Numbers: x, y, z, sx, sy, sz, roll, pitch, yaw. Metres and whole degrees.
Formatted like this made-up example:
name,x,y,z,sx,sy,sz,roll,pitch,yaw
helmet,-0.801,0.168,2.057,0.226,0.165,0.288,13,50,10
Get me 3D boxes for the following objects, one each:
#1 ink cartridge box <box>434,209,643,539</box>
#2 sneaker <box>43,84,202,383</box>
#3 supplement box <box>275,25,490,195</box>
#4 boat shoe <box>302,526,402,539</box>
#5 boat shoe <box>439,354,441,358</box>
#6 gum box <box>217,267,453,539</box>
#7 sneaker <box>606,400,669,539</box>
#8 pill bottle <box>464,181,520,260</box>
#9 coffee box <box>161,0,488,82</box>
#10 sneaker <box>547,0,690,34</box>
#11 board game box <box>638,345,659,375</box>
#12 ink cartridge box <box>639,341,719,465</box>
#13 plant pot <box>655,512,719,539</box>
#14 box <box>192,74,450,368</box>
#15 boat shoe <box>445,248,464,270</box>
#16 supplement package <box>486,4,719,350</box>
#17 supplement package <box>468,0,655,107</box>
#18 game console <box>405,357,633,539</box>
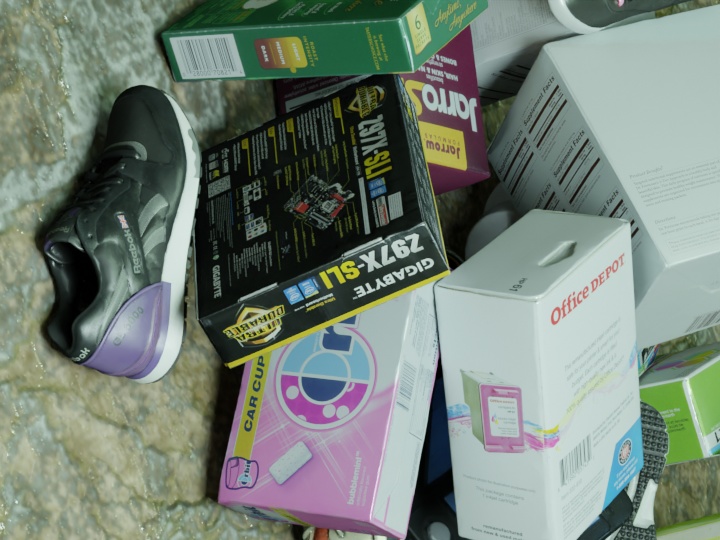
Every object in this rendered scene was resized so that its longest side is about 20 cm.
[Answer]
name,x,y,z,sx,sy,sz,roll,pitch,yaw
ink cartridge box,0.128,0.075,1.498,0.144,0.084,0.201,-36,128,-49
sneaker,-0.157,-0.033,1.375,0.087,0.076,0.201,17,63,-42
supplement box,0.011,-0.161,1.617,0.131,0.103,0.201,8,71,-52
boat shoe,-0.010,0.195,1.486,0.062,0.071,0.201,-5,85,-50
boat shoe,0.064,0.071,1.624,0.200,0.071,0.070,-19,91,-55
gum box,-0.014,0.071,1.440,0.066,0.113,0.201,38,60,-62
sneaker,0.207,0.210,1.760,0.074,0.080,0.201,17,75,-6
pill bottle,0.170,-0.045,1.771,0.200,0.116,0.116,-43,111,-51
coffee box,-0.025,-0.174,1.491,0.123,0.199,0.044,-46,128,-50
sneaker,0.216,-0.224,1.576,0.200,0.099,0.071,-19,94,-52
board game box,0.234,0.030,1.793,0.200,0.035,0.127,-19,127,-73
ink cartridge box,0.320,0.106,1.838,0.148,0.200,0.076,-22,94,-54
plant pot,0.311,0.306,1.764,0.181,0.199,0.201,28,56,-36
box,-0.031,-0.039,1.409,0.200,0.159,0.049,-100,165,-55
boat shoe,0.000,0.000,1.572,0.200,0.068,0.072,8,72,-47
supplement package,0.236,-0.069,1.627,0.191,0.147,0.200,-15,64,-25
supplement package,0.117,-0.208,1.692,0.109,0.200,0.114,6,73,-51
game console,0.122,0.137,1.601,0.200,0.118,0.171,-30,75,-42
